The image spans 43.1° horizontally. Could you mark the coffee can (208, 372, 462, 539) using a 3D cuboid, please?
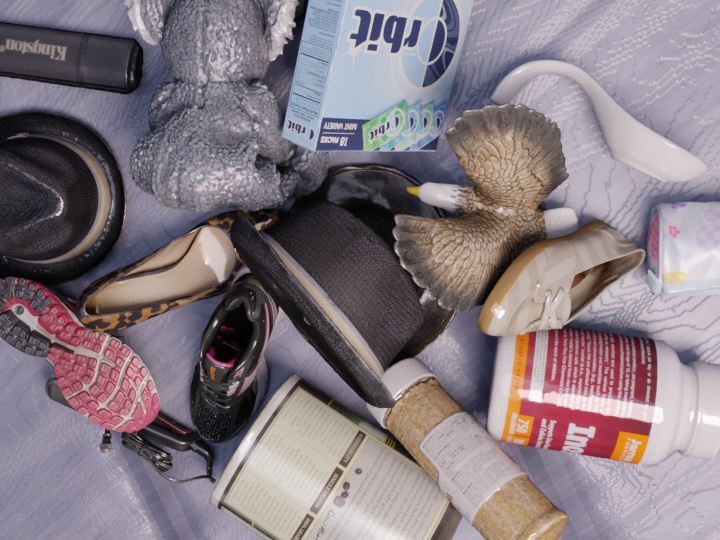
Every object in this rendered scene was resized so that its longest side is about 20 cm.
[{"bbox_3d":[-0.019,0.211,0.852,0.199,0.146,0.147,33,99,5],"label":"coffee can"}]

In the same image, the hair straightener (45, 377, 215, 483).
[{"bbox_3d":[-0.235,0.167,0.923,0.200,0.077,0.041,34,133,-1],"label":"hair straightener"}]

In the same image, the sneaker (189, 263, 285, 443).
[{"bbox_3d":[-0.131,0.086,0.876,0.080,0.086,0.201,20,114,9],"label":"sneaker"}]

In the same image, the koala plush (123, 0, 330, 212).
[{"bbox_3d":[-0.122,-0.164,0.796,0.176,0.184,0.201,8,107,11],"label":"koala plush"}]

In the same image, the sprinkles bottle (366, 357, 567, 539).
[{"bbox_3d":[0.089,0.165,0.798,0.068,0.068,0.200,-51,58,10],"label":"sprinkles bottle"}]

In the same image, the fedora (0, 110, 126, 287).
[{"bbox_3d":[-0.339,-0.069,0.903,0.199,0.092,0.202,1,96,9],"label":"fedora"}]

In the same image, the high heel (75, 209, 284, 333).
[{"bbox_3d":[-0.167,-0.001,0.857,0.199,0.143,0.072,-29,90,11],"label":"high heel"}]

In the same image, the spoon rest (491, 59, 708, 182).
[{"bbox_3d":[0.218,-0.136,0.814,0.199,0.099,0.061,28,102,16],"label":"spoon rest"}]

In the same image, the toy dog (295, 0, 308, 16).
[{"bbox_3d":[-0.059,-0.317,0.832,0.131,0.096,0.201,-8,95,3],"label":"toy dog"}]

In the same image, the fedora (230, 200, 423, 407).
[{"bbox_3d":[-0.015,0.014,0.754,0.092,0.201,0.201,-41,88,-9],"label":"fedora"}]

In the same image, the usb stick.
[{"bbox_3d":[-0.314,-0.216,0.917,0.199,0.033,0.056,9,98,8],"label":"usb stick"}]

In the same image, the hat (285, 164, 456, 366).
[{"bbox_3d":[0.000,0.000,0.863,0.199,0.081,0.202,1,95,10],"label":"hat"}]

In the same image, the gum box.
[{"bbox_3d":[0.025,-0.203,0.779,0.044,0.169,0.201,28,113,35],"label":"gum box"}]

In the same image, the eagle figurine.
[{"bbox_3d":[0.108,-0.053,0.780,0.150,0.200,0.153,-18,92,10],"label":"eagle figurine"}]

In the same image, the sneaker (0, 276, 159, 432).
[{"bbox_3d":[-0.274,0.076,0.905,0.200,0.075,0.081,44,92,2],"label":"sneaker"}]

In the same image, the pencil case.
[{"bbox_3d":[0.354,-0.015,0.803,0.199,0.083,0.091,3,74,10],"label":"pencil case"}]

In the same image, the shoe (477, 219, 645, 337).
[{"bbox_3d":[0.176,0.008,0.784,0.053,0.200,0.070,34,134,31],"label":"shoe"}]

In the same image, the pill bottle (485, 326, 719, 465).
[{"bbox_3d":[0.218,0.112,0.822,0.199,0.113,0.114,8,97,9],"label":"pill bottle"}]
